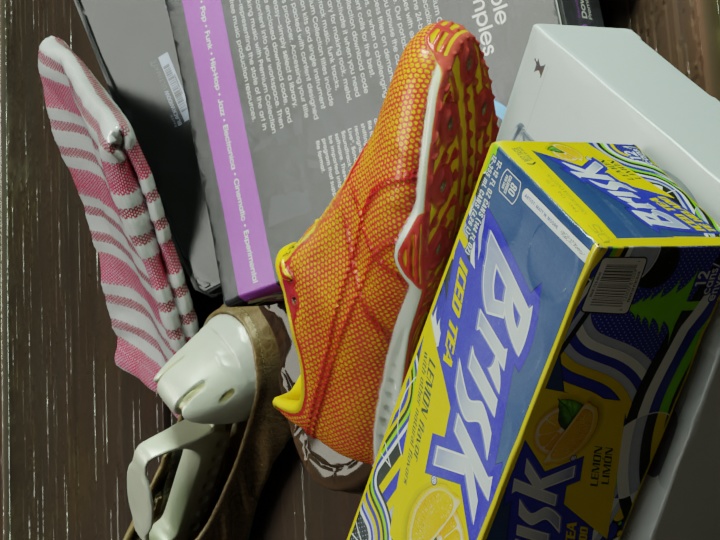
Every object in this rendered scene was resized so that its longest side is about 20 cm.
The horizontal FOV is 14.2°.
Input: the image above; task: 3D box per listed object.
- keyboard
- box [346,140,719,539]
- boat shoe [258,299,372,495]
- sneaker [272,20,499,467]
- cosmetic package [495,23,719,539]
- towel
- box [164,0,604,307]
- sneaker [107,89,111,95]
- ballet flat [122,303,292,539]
[{"bbox_3d":[-0.067,-0.101,1.410,0.127,0.021,0.201,-28,80,29],"label":"keyboard"},{"bbox_3d":[0.055,0.057,0.988,0.070,0.064,0.201,48,128,44],"label":"box"},{"bbox_3d":[-0.005,0.002,1.255,0.074,0.075,0.203,-23,68,37],"label":"boat shoe"},{"bbox_3d":[0.003,-0.009,1.108,0.073,0.077,0.201,-44,-26,-52],"label":"sneaker"},{"bbox_3d":[0.089,0.034,1.040,0.151,0.051,0.201,47,128,49],"label":"cosmetic package"},{"bbox_3d":[-0.119,-0.009,1.480,0.146,0.030,0.201,-134,26,-61],"label":"towel"},{"bbox_3d":[0.012,-0.078,1.170,0.199,0.036,0.144,-19,78,39],"label":"box"},{"bbox_3d":[-0.099,-0.114,1.504,0.112,0.077,0.201,-177,93,-65],"label":"sneaker"},{"bbox_3d":[-0.073,0.077,1.399,0.068,0.072,0.201,51,131,37],"label":"ballet flat"}]
